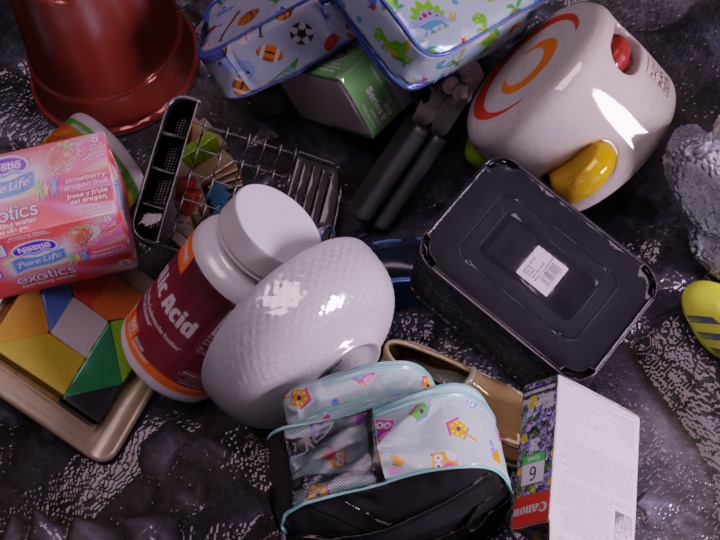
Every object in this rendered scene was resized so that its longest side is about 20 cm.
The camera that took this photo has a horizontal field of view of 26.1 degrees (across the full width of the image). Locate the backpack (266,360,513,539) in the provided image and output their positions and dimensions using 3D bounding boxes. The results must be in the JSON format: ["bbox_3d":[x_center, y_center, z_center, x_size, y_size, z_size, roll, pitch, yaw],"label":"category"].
[{"bbox_3d":[0.030,0.170,1.347,0.197,0.176,0.155,-10,56,9],"label":"backpack"}]

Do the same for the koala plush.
[{"bbox_3d":[0.393,-0.097,1.482,0.175,0.185,0.201,-3,36,22],"label":"koala plush"}]

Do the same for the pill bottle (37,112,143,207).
[{"bbox_3d":[-0.324,-0.056,1.585,0.111,0.111,0.200,36,70,26],"label":"pill bottle"}]

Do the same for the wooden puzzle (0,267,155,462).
[{"bbox_3d":[-0.278,0.057,1.497,0.199,0.037,0.186,35,65,-13],"label":"wooden puzzle"}]

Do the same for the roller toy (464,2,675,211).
[{"bbox_3d":[0.208,-0.152,1.503,0.183,0.140,0.200,-51,19,-9],"label":"roller toy"}]

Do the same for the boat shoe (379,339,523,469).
[{"bbox_3d":[0.103,0.121,1.424,0.198,0.076,0.072,21,62,19],"label":"boat shoe"}]

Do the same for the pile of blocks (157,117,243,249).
[{"bbox_3d":[-0.164,-0.089,1.607,0.081,0.062,0.202,-13,58,1],"label":"pile of blocks"}]

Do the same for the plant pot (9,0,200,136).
[{"bbox_3d":[-0.289,-0.283,1.668,0.198,0.196,0.203,-4,57,7],"label":"plant pot"}]

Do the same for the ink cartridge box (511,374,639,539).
[{"bbox_3d":[0.185,0.204,1.340,0.050,0.108,0.202,-24,48,46],"label":"ink cartridge box"}]

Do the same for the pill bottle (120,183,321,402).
[{"bbox_3d":[-0.129,0.021,1.443,0.200,0.113,0.115,-48,51,32],"label":"pill bottle"}]

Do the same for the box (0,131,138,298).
[{"bbox_3d":[-0.317,-0.045,1.444,0.197,0.103,0.096,-13,60,-1],"label":"box"}]

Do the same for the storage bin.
[{"bbox_3d":[0.158,0.012,1.441,0.199,0.094,0.135,39,71,10],"label":"storage bin"}]

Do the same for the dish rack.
[{"bbox_3d":[-0.118,-0.071,1.546,0.198,0.055,0.155,17,76,-8],"label":"dish rack"}]

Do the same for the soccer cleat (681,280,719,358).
[{"bbox_3d":[0.366,0.072,1.406,0.064,0.084,0.201,-31,59,-10],"label":"soccer cleat"}]

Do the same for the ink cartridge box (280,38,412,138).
[{"bbox_3d":[0.023,-0.242,1.624,0.200,0.088,0.145,-46,34,-17],"label":"ink cartridge box"}]

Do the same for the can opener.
[{"bbox_3d":[0.055,-0.135,1.558,0.201,0.052,0.066,-59,39,9],"label":"can opener"}]

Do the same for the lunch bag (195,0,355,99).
[{"bbox_3d":[-0.077,-0.265,1.595,0.198,0.076,0.161,-21,33,19],"label":"lunch bag"}]

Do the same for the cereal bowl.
[{"bbox_3d":[-0.043,0.071,1.404,0.199,0.201,0.083,-38,67,-14],"label":"cereal bowl"}]

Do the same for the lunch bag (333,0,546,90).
[{"bbox_3d":[0.075,-0.276,1.496,0.199,0.083,0.161,-32,81,-33],"label":"lunch bag"}]

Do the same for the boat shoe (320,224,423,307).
[{"bbox_3d":[0.000,0.000,1.525,0.197,0.085,0.069,1,57,-9],"label":"boat shoe"}]
